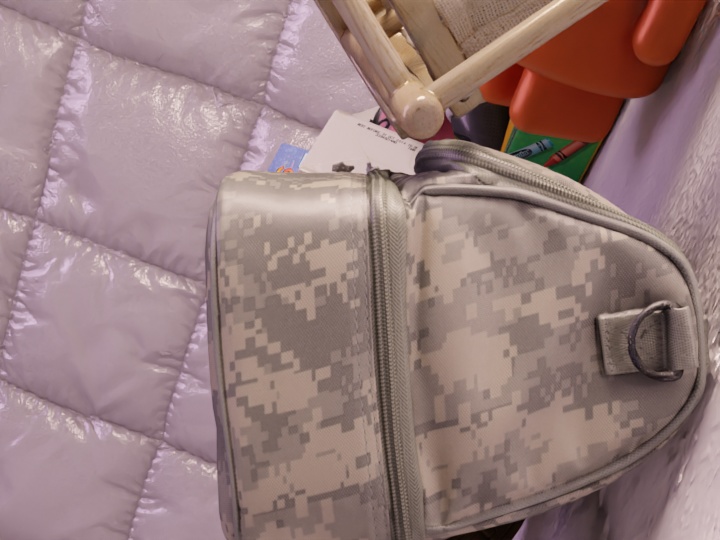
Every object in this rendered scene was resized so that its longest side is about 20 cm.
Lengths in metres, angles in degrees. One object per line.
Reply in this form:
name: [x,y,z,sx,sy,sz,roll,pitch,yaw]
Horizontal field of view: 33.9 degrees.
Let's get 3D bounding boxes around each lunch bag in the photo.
lunch bag: [0.034,0.022,0.463,0.200,0.165,0.142,-75,-17,-87]

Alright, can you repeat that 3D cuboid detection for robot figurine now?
robot figurine: [0.127,-0.171,0.621,0.144,0.115,0.202,-58,-11,-65]

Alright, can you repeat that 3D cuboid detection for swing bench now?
swing bench: [0.069,-0.153,0.459,0.198,0.131,0.200,-32,2,5]

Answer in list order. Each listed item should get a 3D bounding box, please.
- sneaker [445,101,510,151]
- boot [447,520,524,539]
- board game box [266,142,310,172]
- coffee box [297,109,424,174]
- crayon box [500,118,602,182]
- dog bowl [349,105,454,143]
sneaker: [0.113,-0.093,0.943,0.200,0.074,0.086,15,-118,-65]
boot: [0.033,0.078,0.636,0.154,0.072,0.202,-17,43,58]
board game box: [-0.067,0.009,0.991,0.201,0.034,0.136,82,-152,-58]
coffee box: [0.000,0.000,0.863,0.080,0.113,0.201,-63,-8,-46]
crayon box: [0.156,-0.161,0.835,0.119,0.058,0.201,110,180,-50]
dog bowl: [0.060,-0.059,0.986,0.073,0.200,0.201,-31,22,32]
